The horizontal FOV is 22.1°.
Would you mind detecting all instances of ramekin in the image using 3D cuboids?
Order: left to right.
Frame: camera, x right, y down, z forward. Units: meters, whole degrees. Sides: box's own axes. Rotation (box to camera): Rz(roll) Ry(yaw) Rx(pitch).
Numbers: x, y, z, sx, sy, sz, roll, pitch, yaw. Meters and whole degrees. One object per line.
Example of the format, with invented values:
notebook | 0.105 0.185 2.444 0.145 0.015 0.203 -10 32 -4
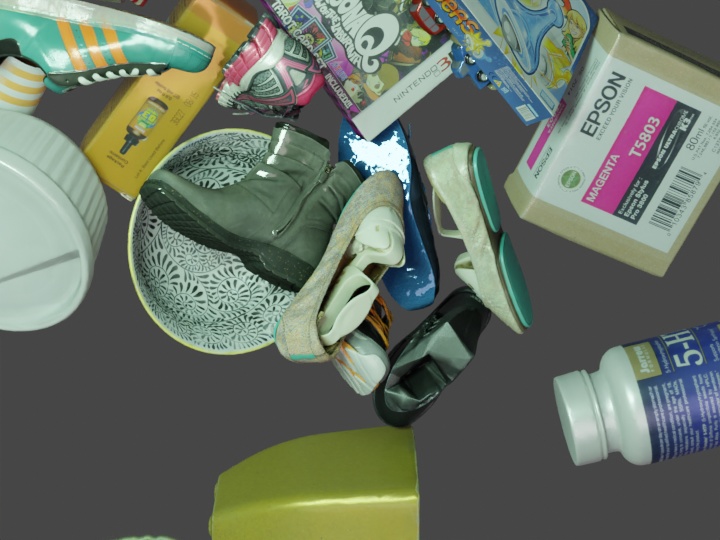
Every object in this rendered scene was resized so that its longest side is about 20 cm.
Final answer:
ramekin | -0.316 -0.051 1.631 0.201 0.094 0.203 10 131 12

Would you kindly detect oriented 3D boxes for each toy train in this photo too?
toy train | 0.065 -0.230 1.605 0.046 0.034 0.200 -40 115 -2

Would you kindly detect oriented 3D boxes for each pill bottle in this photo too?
pill bottle | 0.296 0.124 1.809 0.199 0.120 0.120 -14 117 -1

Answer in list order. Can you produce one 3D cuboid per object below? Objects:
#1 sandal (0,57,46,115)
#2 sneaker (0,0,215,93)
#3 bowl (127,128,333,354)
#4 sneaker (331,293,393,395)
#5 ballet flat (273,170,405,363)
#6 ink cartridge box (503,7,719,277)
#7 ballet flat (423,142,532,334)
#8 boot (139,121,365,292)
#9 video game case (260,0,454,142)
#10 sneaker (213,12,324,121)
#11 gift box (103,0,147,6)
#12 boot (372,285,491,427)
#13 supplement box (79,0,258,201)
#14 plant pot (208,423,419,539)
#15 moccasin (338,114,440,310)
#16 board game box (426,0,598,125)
sandal | -0.298 -0.204 1.611 0.079 0.059 0.207 22 111 -16
sneaker | -0.224 -0.184 1.564 0.199 0.071 0.080 13 96 4
bowl | -0.133 -0.030 1.681 0.200 0.094 0.202 -3 97 -27
sneaker | -0.005 0.050 1.699 0.077 0.200 0.079 -33 112 -4
ballet flat | 0.000 0.000 1.616 0.068 0.067 0.201 43 68 -37
ink cartridge box | 0.253 -0.116 1.715 0.164 0.075 0.201 20 112 -17
ballet flat | 0.110 -0.029 1.753 0.062 0.068 0.201 -11 111 20
boot | -0.093 -0.075 1.616 0.199 0.068 0.131 31 76 -34
video game case | 0.017 -0.245 1.623 0.181 0.036 0.200 -39 115 -5
sneaker | -0.076 -0.160 1.586 0.075 0.200 0.081 37 89 -3
gift box | -0.246 -0.319 1.496 0.185 0.200 0.186 8 97 -6
boot | 0.055 0.100 1.719 0.065 0.200 0.165 33 104 -1
supplement box | -0.173 -0.163 1.644 0.066 0.069 0.200 33 106 -19
plant pot | -0.045 0.269 1.791 0.198 0.196 0.196 1 105 0
moccasin | 0.024 -0.062 1.710 0.080 0.068 0.201 -10 94 12
board game box | 0.121 -0.244 1.605 0.034 0.136 0.200 -16 127 43
